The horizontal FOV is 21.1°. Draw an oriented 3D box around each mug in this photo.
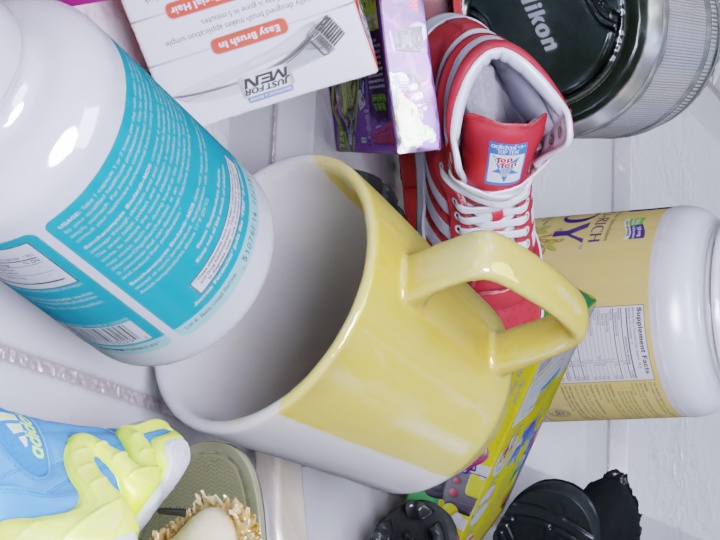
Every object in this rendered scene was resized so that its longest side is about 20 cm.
[{"bbox_3d":[0.010,0.046,0.977,0.153,0.186,0.150,34,83,-39],"label":"mug"}]

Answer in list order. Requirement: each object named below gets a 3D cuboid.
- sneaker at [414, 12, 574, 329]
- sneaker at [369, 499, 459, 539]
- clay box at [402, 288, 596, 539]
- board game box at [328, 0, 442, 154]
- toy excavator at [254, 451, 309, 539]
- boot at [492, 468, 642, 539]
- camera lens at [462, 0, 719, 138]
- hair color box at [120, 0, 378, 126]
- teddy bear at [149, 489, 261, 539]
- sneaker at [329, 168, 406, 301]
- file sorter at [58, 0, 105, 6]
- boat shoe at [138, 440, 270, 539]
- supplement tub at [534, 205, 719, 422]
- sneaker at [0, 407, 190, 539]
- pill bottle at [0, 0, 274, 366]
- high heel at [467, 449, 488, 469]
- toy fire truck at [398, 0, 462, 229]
[{"bbox_3d":[0.074,-0.036,1.049,0.112,0.071,0.200,-141,-143,-71],"label":"sneaker"},{"bbox_3d":[0.041,0.238,1.171,0.098,0.071,0.201,5,83,-63],"label":"sneaker"},{"bbox_3d":[0.076,0.108,1.213,0.115,0.048,0.200,-36,152,-60],"label":"clay box"},{"bbox_3d":[0.007,-0.125,1.085,0.200,0.032,0.120,-156,-117,-79],"label":"board game box"},{"bbox_3d":[-0.018,0.194,1.048,0.200,0.100,0.195,55,37,-31],"label":"toy excavator"},{"bbox_3d":[0.152,0.195,1.355,0.162,0.073,0.199,-42,144,-50],"label":"boot"},{"bbox_3d":[0.162,-0.174,1.374,0.200,0.160,0.160,-8,93,-63],"label":"camera lens"},{"bbox_3d":[-0.074,-0.179,0.951,0.064,0.111,0.200,-97,169,-62],"label":"hair color box"},{"bbox_3d":[-0.073,0.182,0.831,0.067,0.145,0.200,-5,125,-34],"label":"teddy bear"},{"bbox_3d":[0.000,0.000,1.122,0.200,0.079,0.076,36,59,-52],"label":"sneaker"},{"bbox_3d":[-0.143,-0.225,0.804,0.125,0.139,0.201,23,66,-59],"label":"file sorter"},{"bbox_3d":[-0.073,0.186,0.962,0.068,0.075,0.201,20,72,-71],"label":"boat shoe"},{"bbox_3d":[0.182,0.031,1.339,0.145,0.200,0.146,18,70,-62],"label":"supplement tub"},{"bbox_3d":[-0.136,0.083,0.838,0.076,0.105,0.200,-52,-176,4],"label":"sneaker"},{"bbox_3d":[-0.127,-0.044,0.835,0.200,0.111,0.111,45,47,-53],"label":"pill bottle"},{"bbox_3d":[0.000,0.047,1.088,0.200,0.096,0.068,57,38,-44],"label":"high heel"},{"bbox_3d":[0.046,-0.074,1.195,0.141,0.049,0.201,-41,126,-87],"label":"toy fire truck"}]
